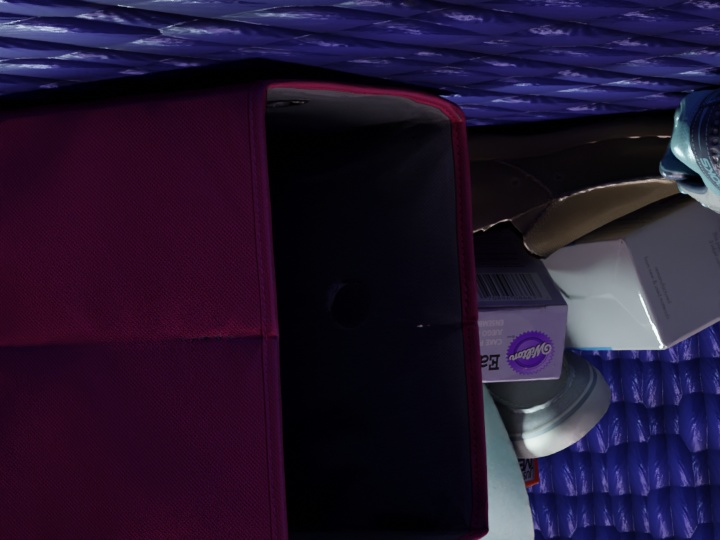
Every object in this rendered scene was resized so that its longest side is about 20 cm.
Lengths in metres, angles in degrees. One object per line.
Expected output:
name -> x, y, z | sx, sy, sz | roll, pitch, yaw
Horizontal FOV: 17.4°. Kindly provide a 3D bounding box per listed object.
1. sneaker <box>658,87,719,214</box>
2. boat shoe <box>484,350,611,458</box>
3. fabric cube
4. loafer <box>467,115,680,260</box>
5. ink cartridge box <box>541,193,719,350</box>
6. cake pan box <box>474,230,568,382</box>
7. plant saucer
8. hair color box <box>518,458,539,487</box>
sneaker -> 0.188, -0.058, 1.117 | 0.086, 0.078, 0.200 | 7, 173, 12
boat shoe -> 0.075, 0.052, 1.376 | 0.070, 0.072, 0.201 | -43, -157, -8
fabric cube -> -0.076, 0.028, 1.006 | 0.199, 0.200, 0.196 | -3, 179, 27
loafer -> 0.102, -0.040, 1.215 | 0.200, 0.068, 0.076 | -4, 178, 5
ink cartridge box -> 0.205, -0.025, 1.307 | 0.200, 0.068, 0.115 | -25, -171, -24
cake pan box -> 0.000, 0.000, 1.263 | 0.200, 0.052, 0.184 | -3, -151, -13
plant saucer -> 0.036, 0.104, 1.403 | 0.039, 0.201, 0.201 | -25, -176, -18
hair color box -> 0.050, 0.045, 1.521 | 0.101, 0.200, 0.061 | -6, -179, 28
